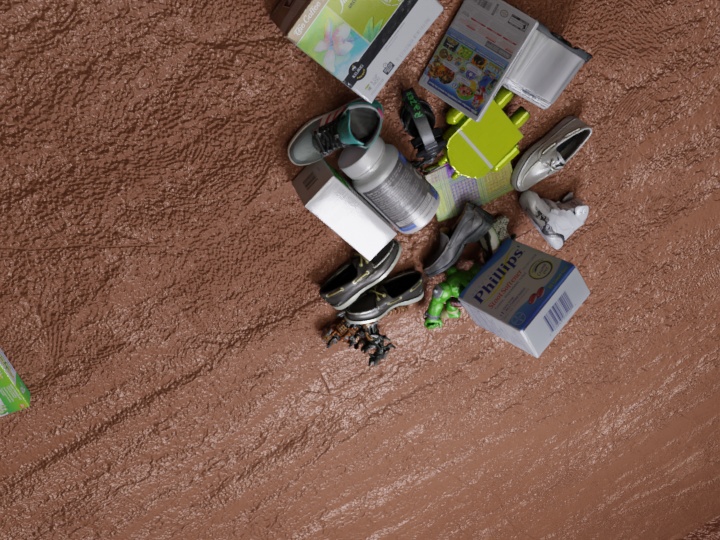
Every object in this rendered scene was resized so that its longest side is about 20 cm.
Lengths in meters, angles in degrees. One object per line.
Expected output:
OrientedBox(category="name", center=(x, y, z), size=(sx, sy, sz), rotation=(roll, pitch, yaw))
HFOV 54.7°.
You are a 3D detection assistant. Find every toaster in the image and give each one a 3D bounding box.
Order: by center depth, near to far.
OrientedBox(category="toaster", center=(0.335, -0.400, 1.332), size=(0.199, 0.114, 0.130), rotation=(18, 118, -31))

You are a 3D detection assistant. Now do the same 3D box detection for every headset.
OrientedBox(category="headset", center=(0.110, -0.260, 1.336), size=(0.093, 0.124, 0.200), rotation=(-24, 153, 9))

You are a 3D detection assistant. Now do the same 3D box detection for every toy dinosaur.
OrientedBox(category="toy dinosaur", center=(0.015, 0.133, 1.572), size=(0.198, 0.102, 0.137), rotation=(-18, 112, 17))

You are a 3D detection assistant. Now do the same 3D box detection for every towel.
OrientedBox(category="towel", center=(0.237, -0.195, 1.484), size=(0.199, 0.023, 0.144), rotation=(-26, 128, -3))

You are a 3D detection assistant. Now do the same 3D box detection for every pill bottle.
OrientedBox(category="pill bottle", center=(0.055, -0.174, 1.361), size=(0.114, 0.114, 0.200), rotation=(-43, 121, 9))

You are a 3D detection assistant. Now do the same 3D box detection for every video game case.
OrientedBox(category="video game case", center=(0.212, -0.397, 1.277), size=(0.201, 0.143, 0.018), rotation=(-59, 161, 20))

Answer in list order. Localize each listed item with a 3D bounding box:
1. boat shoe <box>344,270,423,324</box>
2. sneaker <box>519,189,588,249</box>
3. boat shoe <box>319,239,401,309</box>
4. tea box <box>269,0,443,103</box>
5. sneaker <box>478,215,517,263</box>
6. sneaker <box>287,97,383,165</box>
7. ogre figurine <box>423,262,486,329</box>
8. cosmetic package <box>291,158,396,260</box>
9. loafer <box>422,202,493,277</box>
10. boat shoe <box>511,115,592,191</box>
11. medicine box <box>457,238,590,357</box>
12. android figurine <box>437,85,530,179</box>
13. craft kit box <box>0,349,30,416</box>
OrientedBox(category="boat shoe", center=(0.052, 0.055, 1.535), size=(0.200, 0.072, 0.061), rotation=(-22, 136, -23))
OrientedBox(category="sneaker", center=(0.440, -0.141, 1.570), size=(0.115, 0.075, 0.200), rotation=(-41, 132, 7))
OrientedBox(category="boat shoe", center=(0.000, 0.000, 1.478), size=(0.201, 0.072, 0.060), rotation=(-43, 132, 10))
OrientedBox(category="tea box", center=(-0.009, -0.429, 1.158), size=(0.196, 0.134, 0.200), rotation=(29, 108, -33))
OrientedBox(category="sneaker", center=(0.331, -0.044, 1.594), size=(0.088, 0.077, 0.201), rotation=(-34, 130, -9))
OrientedBox(category="sneaker", center=(-0.039, -0.247, 1.264), size=(0.199, 0.121, 0.084), rotation=(-32, 110, -1))
OrientedBox(category="ogre figurine", center=(0.233, 0.050, 1.598), size=(0.198, 0.099, 0.120), rotation=(-12, 138, -1))
OrientedBox(category="cosmetic package", center=(-0.032, -0.121, 1.370), size=(0.085, 0.108, 0.200), rotation=(-45, 128, 10))
OrientedBox(category="loafer", center=(0.199, -0.069, 1.525), size=(0.072, 0.073, 0.200), rotation=(37, 112, -14))
OrientedBox(category="boat shoe", center=(0.409, -0.241, 1.485), size=(0.200, 0.066, 0.072), rotation=(-42, 130, 1))
OrientedBox(category="medicine box", center=(0.343, 0.053, 1.475), size=(0.182, 0.200, 0.103), rotation=(-48, 128, -10))
OrientedBox(category="android figurine", center=(0.243, -0.269, 1.400), size=(0.200, 0.041, 0.182), rotation=(-46, 121, 11))
OrientedBox(category="craft kit box", center=(-0.775, 0.217, 1.335), size=(0.196, 0.049, 0.201), rotation=(-18, 127, -7))
